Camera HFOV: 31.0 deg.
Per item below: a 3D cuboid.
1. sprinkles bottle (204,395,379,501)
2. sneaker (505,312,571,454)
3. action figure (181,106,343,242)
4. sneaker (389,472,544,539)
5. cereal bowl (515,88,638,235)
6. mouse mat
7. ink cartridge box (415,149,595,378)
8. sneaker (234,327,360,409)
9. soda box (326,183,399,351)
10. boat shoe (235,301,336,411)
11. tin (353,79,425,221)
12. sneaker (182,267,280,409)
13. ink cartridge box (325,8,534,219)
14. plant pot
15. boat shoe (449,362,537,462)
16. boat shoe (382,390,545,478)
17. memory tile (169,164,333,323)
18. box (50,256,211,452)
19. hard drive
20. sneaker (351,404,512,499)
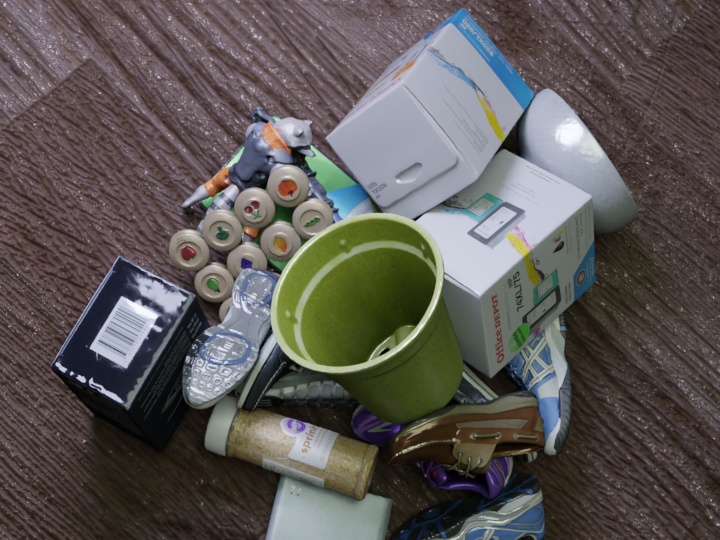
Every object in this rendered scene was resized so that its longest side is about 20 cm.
[{"bbox_3d":[-0.080,0.207,1.513,0.198,0.068,0.069,17,73,7],"label":"sprinkles bottle"},{"bbox_3d":[0.216,0.129,1.588,0.076,0.076,0.202,-3,65,-1],"label":"sneaker"},{"bbox_3d":[-0.112,-0.096,1.560,0.200,0.104,0.194,46,112,22],"label":"action figure"},{"bbox_3d":[0.127,0.312,1.526,0.198,0.076,0.078,-20,108,2],"label":"sneaker"},{"bbox_3d":[0.255,-0.122,1.608,0.083,0.200,0.201,-35,81,2],"label":"cereal bowl"},{"bbox_3d":[-0.087,-0.084,1.647,0.199,0.008,0.161,39,74,5],"label":"mouse mat"},{"bbox_3d":[0.161,-0.010,1.542,0.200,0.148,0.145,-39,50,-24],"label":"ink cartridge box"},{"bbox_3d":[-0.052,0.104,1.565,0.197,0.075,0.117,2,72,-6],"label":"sneaker"},{"bbox_3d":[0.000,0.000,1.599,0.067,0.064,0.202,-15,78,-11],"label":"soda box"},{"bbox_3d":[-0.076,0.082,1.503,0.060,0.076,0.201,31,85,-7],"label":"boat shoe"},{"bbox_3d":[0.047,-0.146,1.632,0.111,0.042,0.202,13,59,-44],"label":"tin"},{"bbox_3d":[-0.144,0.090,1.488,0.074,0.088,0.201,26,47,8],"label":"sneaker"},{"bbox_3d":[0.085,-0.183,1.554,0.145,0.147,0.200,48,43,-11],"label":"ink cartridge box"},{"bbox_3d":[0.027,0.072,1.439,0.198,0.185,0.202,-13,51,17],"label":"plant pot"},{"bbox_3d":[0.132,0.165,1.572,0.062,0.075,0.200,-44,78,-11],"label":"boat shoe"},{"bbox_3d":[0.125,0.192,1.462,0.198,0.076,0.075,-12,67,-21],"label":"boat shoe"},{"bbox_3d":[-0.116,-0.022,1.547,0.199,0.017,0.154,-31,109,15],"label":"memory tile"},{"bbox_3d":[-0.248,0.100,1.470,0.103,0.200,0.149,26,71,12],"label":"box"},{"bbox_3d":[-0.050,0.351,1.515,0.138,0.033,0.202,14,73,-3],"label":"hard drive"},{"bbox_3d":[0.081,0.207,1.515,0.198,0.081,0.084,18,41,6],"label":"sneaker"}]
